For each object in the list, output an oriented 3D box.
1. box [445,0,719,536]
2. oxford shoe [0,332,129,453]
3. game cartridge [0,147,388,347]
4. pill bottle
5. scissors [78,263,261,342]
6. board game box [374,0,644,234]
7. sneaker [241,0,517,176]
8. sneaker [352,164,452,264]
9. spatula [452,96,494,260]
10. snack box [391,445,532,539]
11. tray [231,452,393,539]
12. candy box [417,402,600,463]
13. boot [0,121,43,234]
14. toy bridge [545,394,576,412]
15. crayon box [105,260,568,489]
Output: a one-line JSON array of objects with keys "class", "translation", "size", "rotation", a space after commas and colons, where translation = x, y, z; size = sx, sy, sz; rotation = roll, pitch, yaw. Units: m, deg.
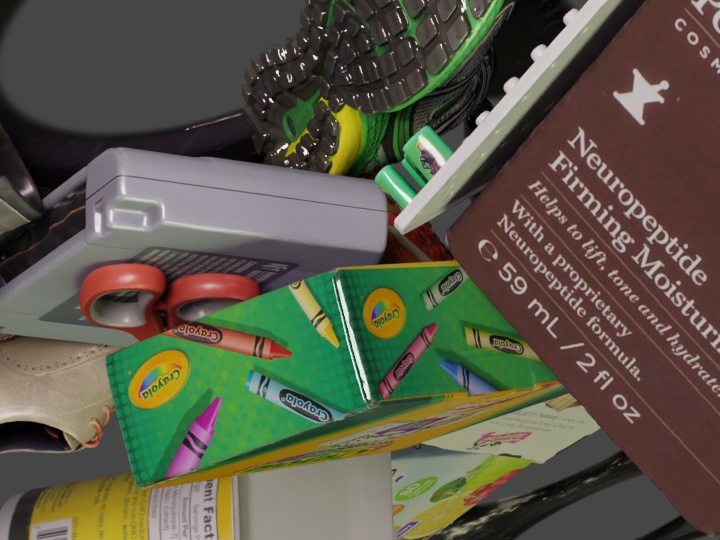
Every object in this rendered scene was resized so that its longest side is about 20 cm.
[{"class": "box", "translation": [0.174, -0.038, 1.027], "size": [0.164, 0.166, 0.200], "rotation": [-33, 168, -45]}, {"class": "oxford shoe", "translation": [-0.124, 0.047, 1.215], "size": [0.199, 0.075, 0.071], "rotation": [-20, 158, -10]}, {"class": "game cartridge", "translation": [-0.074, -0.005, 1.093], "size": [0.132, 0.042, 0.200], "rotation": [3, 165, -26]}, {"class": "pill bottle", "translation": [-0.086, 0.158, 1.404], "size": [0.199, 0.115, 0.114], "rotation": [-11, 162, 13]}, {"class": "scissors", "translation": [-0.088, 0.027, 1.128], "size": [0.073, 0.014, 0.200], "rotation": [0, 166, -10]}, {"class": "board game box", "translation": [0.112, -0.111, 1.035], "size": [0.200, 0.026, 0.200], "rotation": [-30, 166, -51]}, {"class": "sneaker", "translation": [0.020, -0.098, 1.038], "size": [0.085, 0.078, 0.200], "rotation": [-20, 169, -27]}, {"class": "sneaker", "translation": [0.000, 0.000, 1.200], "size": [0.077, 0.073, 0.200], "rotation": [-31, 167, -4]}, {"class": "spatula", "translation": [0.053, -0.020, 1.266], "size": [0.020, 0.057, 0.200], "rotation": [-31, 150, -23]}, {"class": "snack box", "translation": [-0.007, 0.123, 1.547], "size": [0.199, 0.053, 0.142], "rotation": [0, 147, -45]}, {"class": "tray", "translation": [-0.029, 0.098, 1.304], "size": [0.107, 0.201, 0.022], "rotation": [-1, 180, -43]}, {"class": "candy box", "translation": [0.121, 0.023, 1.411], "size": [0.200, 0.072, 0.167], "rotation": [-34, 156, 25]}, {"class": "boot", "translation": [-0.182, 0.000, 1.060], "size": [0.131, 0.070, 0.200], "rotation": [-29, 163, 2]}, {"class": "toy bridge", "translation": [0.142, 0.000, 1.271], "size": [0.067, 0.027, 0.200], "rotation": [36, 124, -28]}, {"class": "crayon box", "translation": [0.004, 0.040, 1.088], "size": [0.118, 0.059, 0.200], "rotation": [-21, 170, 32]}]
